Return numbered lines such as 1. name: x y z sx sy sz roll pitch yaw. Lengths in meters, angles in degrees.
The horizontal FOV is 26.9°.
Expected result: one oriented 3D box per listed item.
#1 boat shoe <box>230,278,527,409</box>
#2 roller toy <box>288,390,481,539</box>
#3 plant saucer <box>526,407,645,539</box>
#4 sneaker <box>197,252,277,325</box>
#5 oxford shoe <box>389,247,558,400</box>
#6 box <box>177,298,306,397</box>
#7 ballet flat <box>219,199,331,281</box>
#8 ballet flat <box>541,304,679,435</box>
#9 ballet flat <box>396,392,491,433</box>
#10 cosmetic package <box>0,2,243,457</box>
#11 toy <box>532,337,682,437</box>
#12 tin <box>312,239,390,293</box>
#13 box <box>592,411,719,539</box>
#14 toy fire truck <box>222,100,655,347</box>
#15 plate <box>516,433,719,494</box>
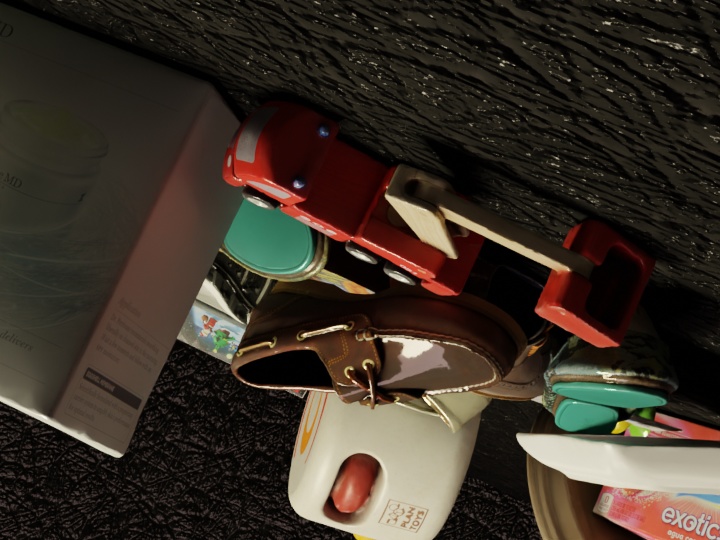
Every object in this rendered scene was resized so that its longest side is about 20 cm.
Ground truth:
1. boat shoe: 0.006 0.051 0.884 0.199 0.070 0.071 0 135 45
2. roller toy: 0.026 0.138 1.276 0.139 0.202 0.182 17 175 -6
3. plant saucer: 0.209 0.196 1.245 0.029 0.201 0.200 -28 137 34
4. sneaker: -0.127 -0.012 1.206 0.199 0.074 0.079 27 174 -31
5. oxford shoe: 0.091 0.040 0.943 0.073 0.072 0.200 13 166 35
6. box: -0.124 0.018 1.281 0.199 0.038 0.137 27 -155 -11
7. ballet flat: -0.072 -0.039 0.974 0.199 0.071 0.071 16 168 43
8. ballet flat: 0.140 0.050 0.867 0.074 0.075 0.200 24 168 2
9. ballet flat: 0.011 0.058 1.172 0.199 0.070 0.069 33 173 8
10. cosmetic package: -0.193 -0.032 0.856 0.198 0.201 0.123 22 169 16
11. toy: 0.127 0.070 1.096 0.199 0.048 0.115 23 169 -16
12. tin: 0.000 0.000 1.028 0.111 0.042 0.200 24 176 -23
13. box: 0.293 0.184 1.149 0.102 0.095 0.199 31 170 -36
14. toy fire truck: 0.034 -0.027 0.765 0.199 0.049 0.141 28 170 -15
15. plate: 0.221 0.127 0.986 0.198 0.033 0.200 3 176 -10
